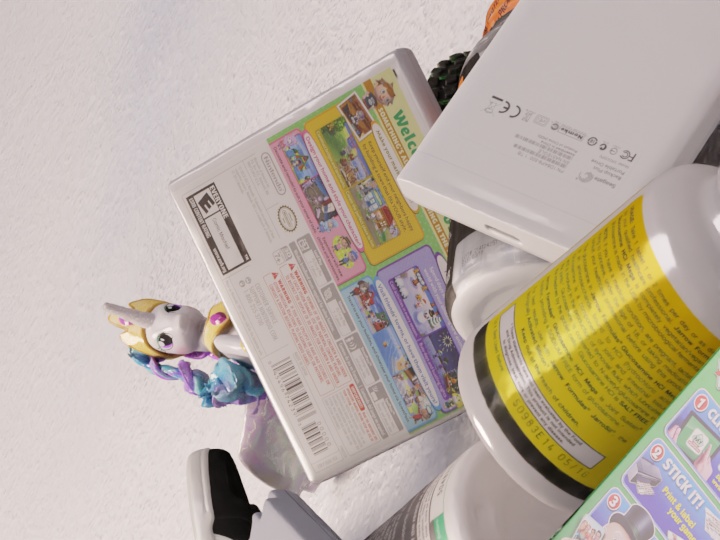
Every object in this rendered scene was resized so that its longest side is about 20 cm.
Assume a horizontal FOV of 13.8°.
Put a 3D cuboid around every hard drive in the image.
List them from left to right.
[{"bbox_3d":[0.126,-0.098,1.566,0.131,0.027,0.200,24,69,29],"label":"hard drive"}]

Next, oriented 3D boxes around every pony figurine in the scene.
[{"bbox_3d":[-0.040,0.048,1.879,0.199,0.193,0.168,-3,71,47],"label":"pony figurine"}]

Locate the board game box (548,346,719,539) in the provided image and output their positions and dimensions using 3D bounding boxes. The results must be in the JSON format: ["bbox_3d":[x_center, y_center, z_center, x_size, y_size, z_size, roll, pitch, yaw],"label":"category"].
[{"bbox_3d":[0.181,0.142,1.281,0.135,0.029,0.200,-49,52,18],"label":"board game box"}]

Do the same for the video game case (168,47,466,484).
[{"bbox_3d":[0.000,0.000,1.724,0.182,0.022,0.201,-28,86,31],"label":"video game case"}]

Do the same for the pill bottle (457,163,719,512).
[{"bbox_3d":[0.150,0.022,1.439,0.200,0.112,0.113,-41,34,32],"label":"pill bottle"}]

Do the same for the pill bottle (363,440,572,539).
[{"bbox_3d":[0.051,0.177,1.605,0.200,0.113,0.114,-45,33,48],"label":"pill bottle"}]

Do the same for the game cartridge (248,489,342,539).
[{"bbox_3d":[-0.040,0.232,1.610,0.133,0.040,0.201,-138,56,-71],"label":"game cartridge"}]

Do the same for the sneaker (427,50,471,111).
[{"bbox_3d":[0.072,-0.059,1.798,0.085,0.078,0.201,86,-167,-45],"label":"sneaker"}]

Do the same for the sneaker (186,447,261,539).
[{"bbox_3d":[-0.031,0.189,1.790,0.073,0.111,0.201,64,-171,-68],"label":"sneaker"}]

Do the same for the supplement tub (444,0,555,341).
[{"bbox_3d":[0.111,-0.055,1.635,0.123,0.122,0.201,-43,35,51],"label":"supplement tub"}]
